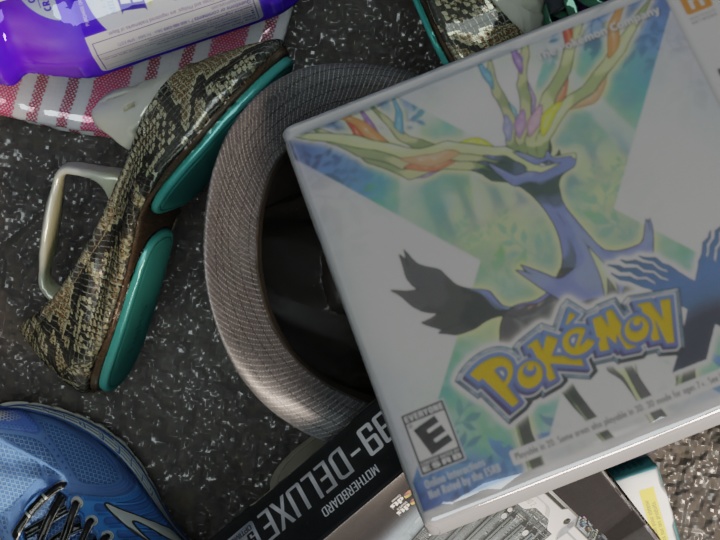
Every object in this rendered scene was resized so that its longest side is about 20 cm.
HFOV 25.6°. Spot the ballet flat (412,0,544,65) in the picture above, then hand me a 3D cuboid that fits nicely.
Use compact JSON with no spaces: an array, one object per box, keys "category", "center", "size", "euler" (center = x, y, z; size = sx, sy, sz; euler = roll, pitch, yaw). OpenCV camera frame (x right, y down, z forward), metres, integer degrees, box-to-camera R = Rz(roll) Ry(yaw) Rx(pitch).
[{"category":"ballet flat","center":[0.042,-0.155,0.737],"size":[0.075,0.068,0.201],"euler":[-39,68,21]}]

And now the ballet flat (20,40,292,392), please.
[{"category":"ballet flat","center":[-0.110,-0.036,0.757],"size":[0.075,0.068,0.201],"euler":[33,108,8]}]

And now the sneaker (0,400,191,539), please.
[{"category":"sneaker","center":[-0.122,0.139,0.774],"size":[0.200,0.089,0.079],"euler":[40,92,-1]}]

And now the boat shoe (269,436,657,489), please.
[{"category":"boat shoe","center":[0.056,0.092,0.778],"size":[0.198,0.073,0.063],"euler":[-19,114,0]}]

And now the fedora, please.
[{"category":"fedora","center":[0.000,0.000,0.743],"size":[0.198,0.090,0.179],"euler":[4,80,-29]}]

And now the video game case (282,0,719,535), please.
[{"category":"video game case","center":[0.088,-0.014,0.637],"size":[0.198,0.022,0.184],"euler":[-21,66,1]}]

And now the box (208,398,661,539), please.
[{"category":"box","center":[0.021,0.138,0.702],"size":[0.200,0.050,0.158],"euler":[-40,128,2]}]

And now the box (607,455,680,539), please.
[{"category":"box","center":[0.062,0.161,0.792],"size":[0.198,0.049,0.083],"euler":[-17,93,2]}]

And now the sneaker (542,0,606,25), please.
[{"category":"sneaker","center":[0.110,-0.136,0.756],"size":[0.074,0.088,0.200],"euler":[42,93,-2]}]

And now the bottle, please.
[{"category":"bottle","center":[-0.127,-0.134,0.741],"size":[0.198,0.065,0.084],"euler":[-18,79,0]}]

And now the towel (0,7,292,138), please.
[{"category":"towel","center":[-0.132,-0.141,0.788],"size":[0.198,0.030,0.148],"euler":[12,94,0]}]
